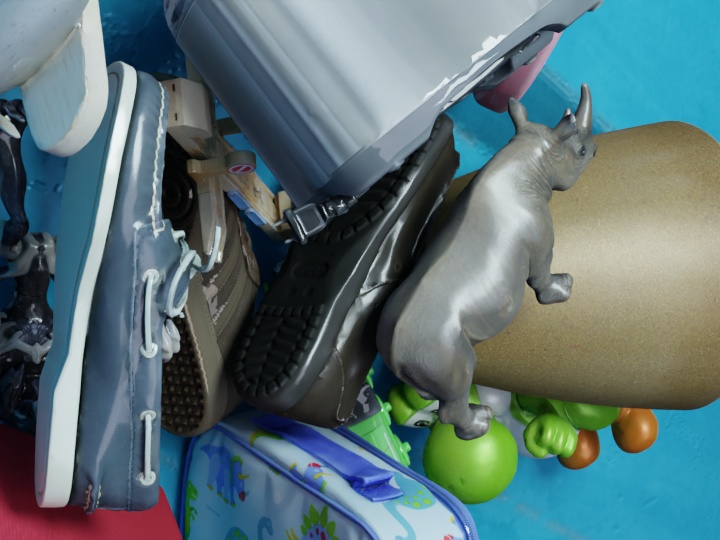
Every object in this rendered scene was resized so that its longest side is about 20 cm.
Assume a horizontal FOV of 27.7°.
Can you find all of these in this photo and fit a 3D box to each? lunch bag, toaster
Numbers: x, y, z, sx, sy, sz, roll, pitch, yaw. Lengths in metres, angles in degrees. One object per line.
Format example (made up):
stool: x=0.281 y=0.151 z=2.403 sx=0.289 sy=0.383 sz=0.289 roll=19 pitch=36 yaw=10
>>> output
lunch bag: x=-0.021 y=0.168 z=0.821 sx=0.082 sy=0.200 sz=0.161 roll=-11 pitch=112 yaw=-38
toaster: x=0.001 y=-0.115 z=0.662 sx=0.200 sy=0.114 sz=0.129 roll=-40 pitch=91 yaw=-18

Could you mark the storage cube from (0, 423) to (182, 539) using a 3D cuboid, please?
storage cube: x=-0.185 y=0.187 z=0.680 sx=0.171 sy=0.200 sz=0.180 roll=-45 pitch=134 yaw=14

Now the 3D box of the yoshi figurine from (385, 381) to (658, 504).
yoshi figurine: x=0.104 y=0.114 z=0.971 sx=0.200 sy=0.112 sz=0.113 roll=8 pitch=108 yaw=-38

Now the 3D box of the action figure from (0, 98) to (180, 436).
action figure: x=-0.156 y=0.016 z=0.718 sx=0.119 sy=0.102 sz=0.200 roll=0 pitch=107 yaw=-24

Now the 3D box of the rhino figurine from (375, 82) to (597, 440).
rhino figurine: x=0.076 y=-0.015 z=0.775 sx=0.087 sy=0.060 sz=0.200 roll=40 pitch=77 yaw=-46

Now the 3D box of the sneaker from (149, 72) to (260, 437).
sneaker: x=-0.095 y=-0.013 z=0.796 sx=0.076 sy=0.070 sz=0.200 roll=-35 pitch=127 yaw=-58

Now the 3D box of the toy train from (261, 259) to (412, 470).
toy train: x=-0.004 y=0.082 z=0.877 sx=0.042 sy=0.056 sz=0.200 roll=-27 pitch=113 yaw=-4

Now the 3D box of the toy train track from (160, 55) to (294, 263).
toy train track: x=-0.056 y=-0.053 z=0.750 sx=0.200 sy=0.032 sz=0.115 roll=52 pitch=30 yaw=-73

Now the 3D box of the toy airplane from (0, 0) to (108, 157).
toy airplane: x=-0.147 y=-0.159 z=0.591 sx=0.141 sy=0.200 sz=0.199 roll=3 pitch=106 yaw=-36

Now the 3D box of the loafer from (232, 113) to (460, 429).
loafer: x=0.000 y=0.000 z=0.806 sx=0.071 sy=0.073 sz=0.200 roll=46 pitch=66 yaw=-39

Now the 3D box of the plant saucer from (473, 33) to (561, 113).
plant saucer: x=0.098 y=-0.189 z=0.816 sx=0.051 sy=0.201 sz=0.201 roll=23 pitch=92 yaw=-4

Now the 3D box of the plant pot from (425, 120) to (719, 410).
plant pot: x=0.111 y=0.001 z=0.901 sx=0.200 sy=0.186 sz=0.187 roll=-3 pitch=109 yaw=-24

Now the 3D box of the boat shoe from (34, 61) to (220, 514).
boat shoe: x=-0.103 y=0.010 z=0.647 sx=0.062 sy=0.075 sz=0.200 roll=7 pitch=90 yaw=-21
